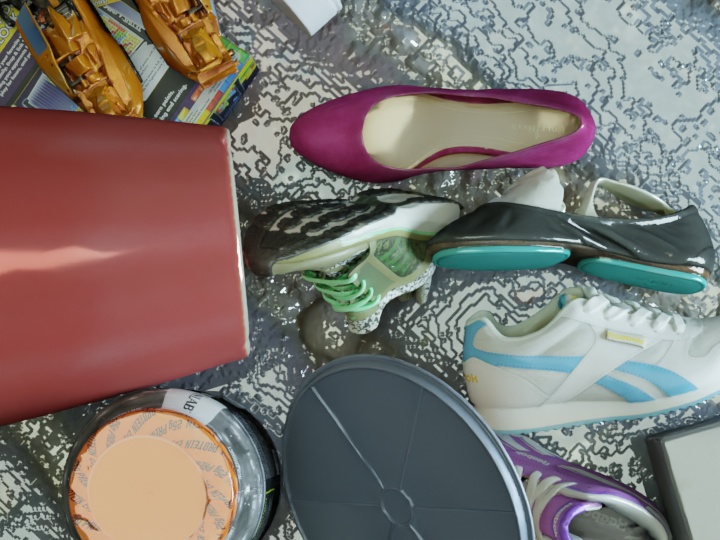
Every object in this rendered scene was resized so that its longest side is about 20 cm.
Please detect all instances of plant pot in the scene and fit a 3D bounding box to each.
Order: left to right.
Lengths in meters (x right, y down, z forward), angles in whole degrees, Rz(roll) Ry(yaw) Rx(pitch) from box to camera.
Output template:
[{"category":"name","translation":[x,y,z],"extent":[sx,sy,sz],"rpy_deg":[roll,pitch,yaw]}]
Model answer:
[{"category":"plant pot","translation":[-0.160,-0.010,1.183],"extent":[0.177,0.200,0.201],"rpy_deg":[-6,86,-3]}]

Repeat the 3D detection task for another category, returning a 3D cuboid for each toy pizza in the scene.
[{"category":"toy pizza","translation":[0.032,0.143,1.242],"extent":[0.200,0.032,0.200],"rpy_deg":[18,120,34]}]

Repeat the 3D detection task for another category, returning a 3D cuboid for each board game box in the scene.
[{"category":"board game box","translation":[-0.191,-0.103,1.307],"extent":[0.165,0.057,0.200],"rpy_deg":[35,88,6]}]

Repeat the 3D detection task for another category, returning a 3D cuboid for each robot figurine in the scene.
[{"category":"robot figurine","translation":[-0.169,-0.190,1.254],"extent":[0.145,0.058,0.200],"rpy_deg":[-32,85,0]}]

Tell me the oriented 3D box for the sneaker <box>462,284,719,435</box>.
[{"category":"sneaker","translation":[0.165,0.050,1.266],"extent":[0.200,0.077,0.081],"rpy_deg":[-11,101,2]}]

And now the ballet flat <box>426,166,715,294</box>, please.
[{"category":"ballet flat","translation":[0.136,-0.027,1.273],"extent":[0.200,0.068,0.069],"rpy_deg":[7,74,-20]}]

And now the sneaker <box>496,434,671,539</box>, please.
[{"category":"sneaker","translation":[0.103,0.141,1.250],"extent":[0.200,0.114,0.073],"rpy_deg":[14,88,5]}]

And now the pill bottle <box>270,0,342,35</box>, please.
[{"category":"pill bottle","translation":[0.013,-0.250,1.280],"extent":[0.200,0.112,0.112],"rpy_deg":[-44,86,-1]}]

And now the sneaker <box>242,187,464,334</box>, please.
[{"category":"sneaker","translation":[0.000,0.000,1.237],"extent":[0.077,0.200,0.089],"rpy_deg":[9,102,35]}]

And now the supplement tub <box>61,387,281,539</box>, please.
[{"category":"supplement tub","translation":[-0.115,0.134,1.215],"extent":[0.122,0.200,0.123],"rpy_deg":[0,86,2]}]

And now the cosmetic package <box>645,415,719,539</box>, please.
[{"category":"cosmetic package","translation":[0.249,0.189,1.244],"extent":[0.090,0.107,0.200],"rpy_deg":[-13,87,2]}]

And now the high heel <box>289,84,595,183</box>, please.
[{"category":"high heel","translation":[0.051,-0.091,1.275],"extent":[0.200,0.096,0.067],"rpy_deg":[6,87,3]}]
